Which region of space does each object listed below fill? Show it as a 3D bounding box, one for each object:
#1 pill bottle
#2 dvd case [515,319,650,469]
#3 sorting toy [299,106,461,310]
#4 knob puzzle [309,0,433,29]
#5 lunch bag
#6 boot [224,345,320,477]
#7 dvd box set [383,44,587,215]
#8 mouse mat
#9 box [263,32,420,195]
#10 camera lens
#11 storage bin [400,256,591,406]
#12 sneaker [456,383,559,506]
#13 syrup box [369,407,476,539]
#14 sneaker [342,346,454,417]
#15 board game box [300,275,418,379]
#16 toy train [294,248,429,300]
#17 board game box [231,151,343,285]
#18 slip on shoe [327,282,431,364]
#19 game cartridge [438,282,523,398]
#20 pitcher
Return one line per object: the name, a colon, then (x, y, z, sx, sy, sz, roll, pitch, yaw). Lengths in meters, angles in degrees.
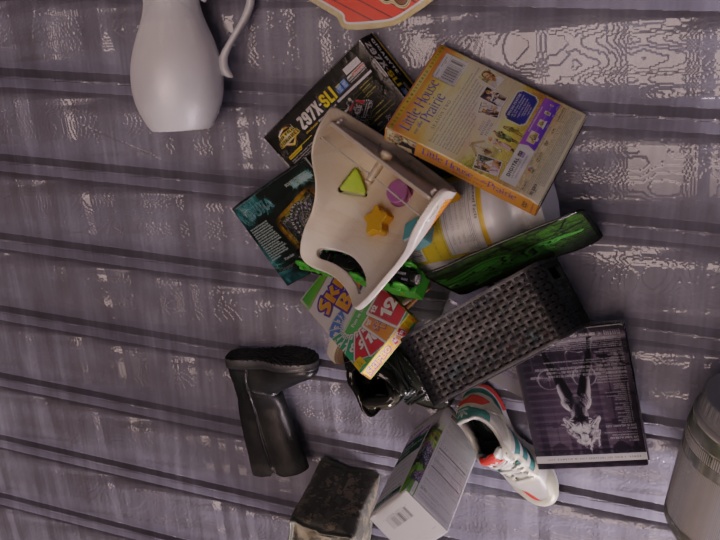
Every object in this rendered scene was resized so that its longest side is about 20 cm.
pill bottle: (0.137, -0.065, 1.185, 0.197, 0.112, 0.114, -11, 108, 27)
dvd case: (0.282, 0.163, 1.243, 0.146, 0.016, 0.203, -7, 109, 24)
sorting toy: (0.008, -0.058, 1.141, 0.200, 0.106, 0.182, 41, 104, 34)
knob puzzle: (0.012, -0.378, 1.149, 0.216, 0.030, 0.223, 9, 115, 20)
lunch bag: (-0.047, 0.415, 1.451, 0.116, 0.164, 0.203, 12, 117, 12)
boot: (-0.113, 0.217, 1.448, 0.163, 0.065, 0.204, 1, 110, 33)
dvd box set: (0.145, -0.166, 1.122, 0.198, 0.147, 0.030, 27, 153, 10)
mouse mat: (0.185, -0.017, 1.149, 0.197, 0.161, 0.008, -22, 73, 18)
box: (-0.007, -0.173, 1.238, 0.199, 0.049, 0.160, -39, 91, 33)
camera lens: (0.457, 0.243, 1.151, 0.157, 0.160, 0.203, 14, 117, 17)
storage bin: (0.164, 0.074, 1.171, 0.198, 0.135, 0.095, -32, 81, 22)
sneaker: (0.193, 0.254, 1.313, 0.070, 0.093, 0.201, -32, 97, 32)
syrup box: (0.092, 0.279, 1.306, 0.081, 0.200, 0.079, 44, 122, -5)
sneaker: (0.052, 0.159, 1.291, 0.076, 0.115, 0.199, -33, 128, 29)
board game box: (-0.009, 0.047, 1.260, 0.096, 0.200, 0.030, -50, 128, 5)
toy train: (0.000, 0.000, 1.219, 0.198, 0.042, 0.056, 12, 162, 38)
board game box: (-0.079, -0.066, 1.289, 0.199, 0.028, 0.136, -25, 103, 51)
slip on shoe: (0.025, 0.066, 1.316, 0.061, 0.076, 0.201, 45, 116, 16)
game cartridge: (0.197, 0.092, 1.276, 0.198, 0.038, 0.131, 27, 124, 10)
pitcher: (-0.216, -0.285, 1.252, 0.168, 0.121, 0.204, -1, 102, 8)
